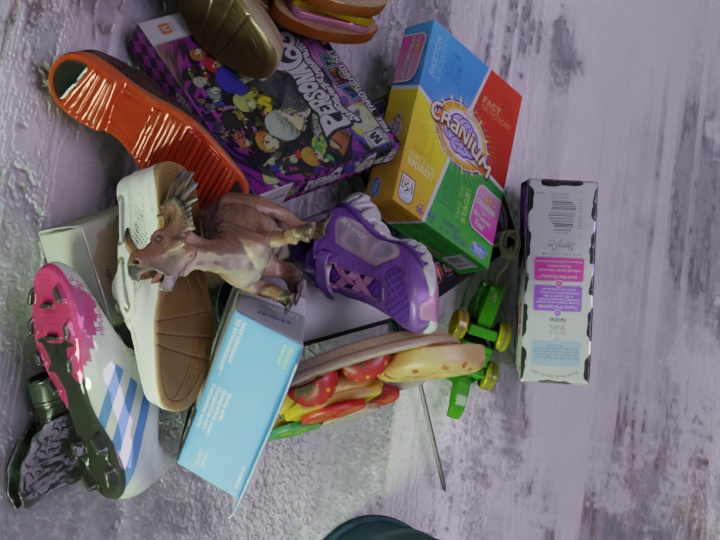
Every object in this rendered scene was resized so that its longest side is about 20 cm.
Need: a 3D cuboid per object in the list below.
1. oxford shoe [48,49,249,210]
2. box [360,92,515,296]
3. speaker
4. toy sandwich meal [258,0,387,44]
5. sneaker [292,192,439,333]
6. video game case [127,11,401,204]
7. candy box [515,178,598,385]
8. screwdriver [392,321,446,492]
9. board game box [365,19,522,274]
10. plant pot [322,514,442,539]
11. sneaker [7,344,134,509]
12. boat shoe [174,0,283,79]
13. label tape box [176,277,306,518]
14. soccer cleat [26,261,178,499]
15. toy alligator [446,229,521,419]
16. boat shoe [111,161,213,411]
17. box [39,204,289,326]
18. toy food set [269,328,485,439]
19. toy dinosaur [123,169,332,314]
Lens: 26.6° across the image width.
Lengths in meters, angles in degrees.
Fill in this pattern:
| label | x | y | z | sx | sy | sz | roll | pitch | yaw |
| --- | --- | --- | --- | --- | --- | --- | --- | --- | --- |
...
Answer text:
| label | x | y | z | sx | sy | sz | roll | pitch | yaw |
| --- | --- | --- | --- | --- | --- | --- | --- | --- | --- |
| oxford shoe | -0.168 | -0.125 | 1.299 | 0.200 | 0.071 | 0.073 | 40 | 27 | 3 |
| box | 0.074 | -0.090 | 1.543 | 0.160 | 0.044 | 0.202 | -30 | 106 | -45 |
| speaker | -0.036 | 0.025 | 1.434 | 0.199 | 0.081 | 0.082 | -14 | 95 | -40 |
| toy sandwich meal | -0.048 | -0.307 | 1.420 | 0.204 | 0.070 | 0.207 | 16 | 58 | -27 |
| sneaker | 0.000 | 0.000 | 1.344 | 0.088 | 0.200 | 0.081 | -10 | 120 | -25 |
| video game case | -0.085 | -0.159 | 1.377 | 0.181 | 0.036 | 0.201 | -23 | 71 | -38 |
| candy box | 0.198 | 0.009 | 1.560 | 0.071 | 0.168 | 0.202 | 2 | 92 | 3 |
| screwdriver | 0.060 | 0.127 | 1.543 | 0.028 | 0.029 | 0.202 | -17 | 100 | -38 |
| board game box | 0.084 | -0.120 | 1.497 | 0.153 | 0.040 | 0.202 | 33 | 60 | -39 |
| plant pot | 0.071 | 0.337 | 1.425 | 0.199 | 0.195 | 0.202 | 3 | 85 | -40 |
| sneaker | -0.212 | 0.125 | 1.298 | 0.199 | 0.060 | 0.105 | -16 | 95 | -34 |
| boat shoe | -0.131 | -0.256 | 1.348 | 0.200 | 0.071 | 0.064 | 49 | 43 | 6 |
| label tape box | -0.098 | 0.092 | 1.253 | 0.066 | 0.200 | 0.144 | 21 | 107 | -6 |
| soccer cleat | -0.208 | 0.085 | 1.240 | 0.086 | 0.070 | 0.202 | -21 | 97 | -43 |
| toy alligator | 0.122 | 0.053 | 1.563 | 0.059 | 0.054 | 0.202 | 17 | 92 | -13 |
| boat shoe | -0.167 | 0.016 | 1.235 | 0.071 | 0.069 | 0.202 | 16 | 68 | -56 |
| box | -0.169 | -0.022 | 1.330 | 0.199 | 0.077 | 0.096 | -24 | 102 | -38 |
| toy food set | 0.005 | 0.102 | 1.393 | 0.198 | 0.198 | 0.049 | -12 | 77 | -24 |
| toy dinosaur | -0.103 | -0.031 | 1.219 | 0.135 | 0.200 | 0.086 | 22 | 101 | 4 |
